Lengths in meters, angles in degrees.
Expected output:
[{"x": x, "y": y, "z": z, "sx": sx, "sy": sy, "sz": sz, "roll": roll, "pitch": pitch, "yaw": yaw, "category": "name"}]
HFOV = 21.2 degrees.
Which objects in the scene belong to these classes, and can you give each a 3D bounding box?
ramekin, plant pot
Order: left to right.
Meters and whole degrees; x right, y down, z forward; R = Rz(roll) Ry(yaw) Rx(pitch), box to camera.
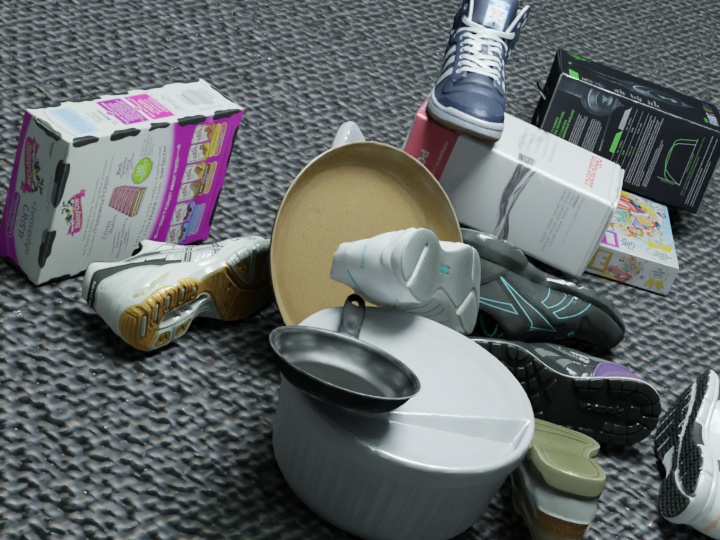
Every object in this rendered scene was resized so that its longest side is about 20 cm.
[{"x": 0.002, "y": -0.006, "z": 1.593, "sx": 0.199, "sy": 0.202, "sz": 0.027, "roll": -4, "pitch": 1, "yaw": -36, "category": "plant pot"}, {"x": 0.025, "y": 0.122, "z": 1.453, "sx": 0.201, "sy": 0.095, "sz": 0.203, "roll": 15, "pitch": 29, "yaw": -9, "category": "ramekin"}]

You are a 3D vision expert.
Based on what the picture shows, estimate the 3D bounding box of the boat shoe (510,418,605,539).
[{"x": 0.145, "y": 0.163, "z": 1.485, "sx": 0.074, "sy": 0.069, "sz": 0.200, "roll": 16, "pitch": 8, "yaw": 2, "category": "boat shoe"}]

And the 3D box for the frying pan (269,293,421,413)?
[{"x": -0.025, "y": 0.057, "z": 1.402, "sx": 0.114, "sy": 0.031, "sz": 0.190, "roll": 12, "pitch": 17, "yaw": -24, "category": "frying pan"}]

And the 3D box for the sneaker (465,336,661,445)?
[{"x": 0.147, "y": 0.095, "z": 1.619, "sx": 0.199, "sy": 0.076, "sz": 0.088, "roll": 16, "pitch": 15, "yaw": -16, "category": "sneaker"}]

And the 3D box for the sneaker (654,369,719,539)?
[{"x": 0.294, "y": 0.159, "z": 1.599, "sx": 0.080, "sy": 0.074, "sz": 0.200, "roll": 32, "pitch": 33, "yaw": -9, "category": "sneaker"}]

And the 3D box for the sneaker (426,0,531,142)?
[{"x": 0.110, "y": -0.191, "z": 1.736, "sx": 0.070, "sy": 0.109, "sz": 0.200, "roll": 19, "pitch": 19, "yaw": -7, "category": "sneaker"}]

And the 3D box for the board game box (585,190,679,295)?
[{"x": 0.214, "y": -0.050, "z": 1.918, "sx": 0.199, "sy": 0.034, "sz": 0.135, "roll": 17, "pitch": 30, "yaw": -7, "category": "board game box"}]

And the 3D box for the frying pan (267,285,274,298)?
[{"x": 0.003, "y": -0.017, "z": 1.639, "sx": 0.031, "sy": 0.116, "sz": 0.189, "roll": -2, "pitch": -12, "yaw": 43, "category": "frying pan"}]

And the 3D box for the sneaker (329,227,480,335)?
[{"x": 0.042, "y": 0.004, "z": 1.549, "sx": 0.080, "sy": 0.071, "sz": 0.200, "roll": 2, "pitch": -13, "yaw": 25, "category": "sneaker"}]

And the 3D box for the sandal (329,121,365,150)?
[{"x": -0.037, "y": -0.045, "z": 1.705, "sx": 0.059, "sy": 0.079, "sz": 0.207, "roll": -10, "pitch": 42, "yaw": 25, "category": "sandal"}]

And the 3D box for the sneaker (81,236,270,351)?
[{"x": -0.143, "y": -0.001, "z": 1.575, "sx": 0.087, "sy": 0.076, "sz": 0.200, "roll": 32, "pitch": 28, "yaw": 28, "category": "sneaker"}]

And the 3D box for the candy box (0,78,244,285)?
[{"x": -0.200, "y": -0.077, "z": 1.603, "sx": 0.061, "sy": 0.137, "sz": 0.199, "roll": 35, "pitch": 32, "yaw": 29, "category": "candy box"}]

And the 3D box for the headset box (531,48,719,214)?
[{"x": 0.274, "y": -0.153, "z": 2.038, "sx": 0.199, "sy": 0.093, "sz": 0.174, "roll": 20, "pitch": 16, "yaw": 0, "category": "headset box"}]

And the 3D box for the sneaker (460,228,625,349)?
[{"x": 0.149, "y": 0.034, "z": 1.712, "sx": 0.199, "sy": 0.080, "sz": 0.075, "roll": 27, "pitch": -10, "yaw": -25, "category": "sneaker"}]

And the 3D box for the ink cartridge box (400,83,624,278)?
[{"x": 0.137, "y": -0.086, "z": 1.784, "sx": 0.199, "sy": 0.085, "sz": 0.146, "roll": 23, "pitch": 20, "yaw": 3, "category": "ink cartridge box"}]
